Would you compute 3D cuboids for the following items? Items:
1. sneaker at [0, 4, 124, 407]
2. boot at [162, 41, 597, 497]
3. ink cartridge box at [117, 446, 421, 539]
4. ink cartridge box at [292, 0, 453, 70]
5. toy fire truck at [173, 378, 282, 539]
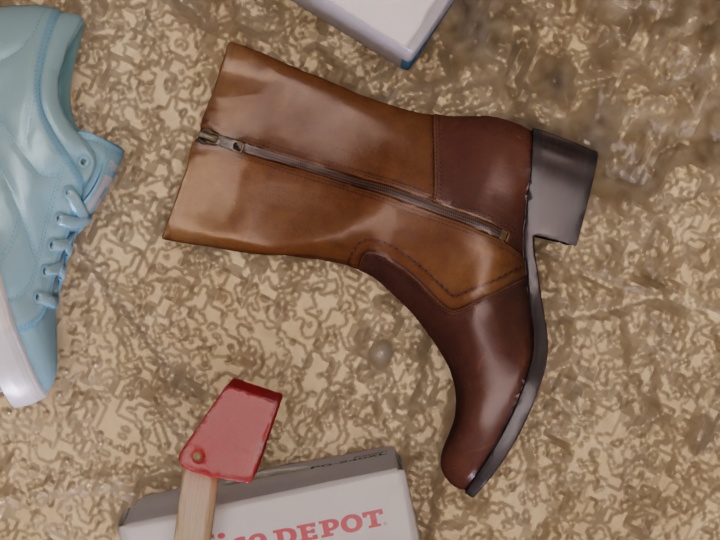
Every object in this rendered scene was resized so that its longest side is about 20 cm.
[{"bbox_3d":[-0.156,-0.034,1.303,0.082,0.074,0.200,-6,92,3],"label":"sneaker"},{"bbox_3d":[0.000,0.000,1.307,0.200,0.068,0.188,14,92,0],"label":"boot"},{"bbox_3d":[-0.030,0.200,1.304,0.145,0.083,0.200,-12,92,0],"label":"ink cartridge box"},{"bbox_3d":[0.015,-0.220,1.262,0.146,0.147,0.200,31,90,0],"label":"ink cartridge box"},{"bbox_3d":[-0.040,0.166,1.237,0.141,0.049,0.200,22,92,0],"label":"toy fire truck"}]
